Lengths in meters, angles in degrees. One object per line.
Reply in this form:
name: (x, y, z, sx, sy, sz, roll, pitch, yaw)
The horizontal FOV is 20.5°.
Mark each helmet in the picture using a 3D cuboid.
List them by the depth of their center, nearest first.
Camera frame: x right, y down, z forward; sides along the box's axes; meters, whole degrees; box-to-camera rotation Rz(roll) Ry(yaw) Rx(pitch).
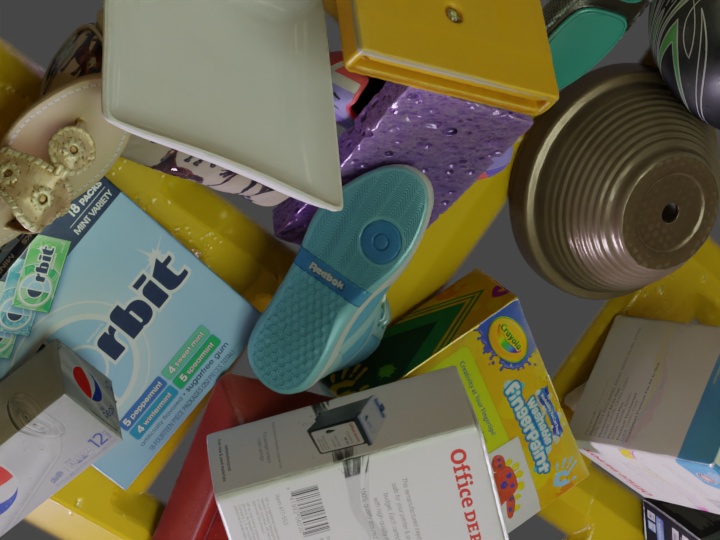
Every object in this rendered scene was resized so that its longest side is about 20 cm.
helmet: (0.324, -0.204, 1.572, 0.190, 0.200, 0.201, 29, 94, -42)

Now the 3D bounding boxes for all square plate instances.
square plate: (-0.102, -0.147, 1.380, 0.199, 0.199, 0.028, 21, 138, -35)

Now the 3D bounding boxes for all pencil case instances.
pencil case: (-0.125, -0.111, 1.420, 0.199, 0.078, 0.090, 19, 127, -33)

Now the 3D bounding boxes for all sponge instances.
sponge: (0.029, -0.077, 1.487, 0.111, 0.030, 0.200, 13, 141, -31)

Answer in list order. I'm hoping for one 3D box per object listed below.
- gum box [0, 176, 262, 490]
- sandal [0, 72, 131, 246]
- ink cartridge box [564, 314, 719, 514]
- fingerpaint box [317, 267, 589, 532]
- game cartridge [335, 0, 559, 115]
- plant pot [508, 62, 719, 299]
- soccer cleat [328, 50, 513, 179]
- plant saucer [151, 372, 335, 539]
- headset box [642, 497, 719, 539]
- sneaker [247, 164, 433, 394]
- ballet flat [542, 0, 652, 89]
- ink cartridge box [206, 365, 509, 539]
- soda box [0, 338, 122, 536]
gum box: (-0.191, 0.040, 1.466, 0.170, 0.045, 0.200, -50, 126, -3)
sandal: (-0.231, -0.043, 1.344, 0.211, 0.070, 0.078, -34, 129, 17)
ink cartridge box: (0.282, 0.124, 1.693, 0.128, 0.199, 0.126, 36, 73, -35)
fingerpaint box: (0.079, 0.128, 1.640, 0.166, 0.073, 0.201, -34, 123, -13)
game cartridge: (0.052, -0.217, 1.430, 0.175, 0.201, 0.032, 11, 147, -32)
plant pot: (0.229, -0.063, 1.637, 0.200, 0.093, 0.202, -11, 114, -26)
soccer cleat: (0.047, -0.111, 1.521, 0.199, 0.076, 0.067, 24, 97, -34)
plant saucer: (-0.048, 0.191, 1.561, 0.198, 0.037, 0.201, 15, 116, -19)
headset box: (0.374, 0.268, 1.856, 0.199, 0.093, 0.175, -20, 118, -22)
sneaker: (0.000, 0.000, 1.514, 0.200, 0.079, 0.130, -52, 166, 17)
ballet flat: (0.192, -0.222, 1.555, 0.072, 0.072, 0.200, 17, 133, -34)
ink cartridge box: (0.000, 0.174, 1.488, 0.199, 0.086, 0.147, -16, 123, -2)
soda box: (-0.265, 0.141, 1.415, 0.200, 0.068, 0.063, -38, 126, 13)
